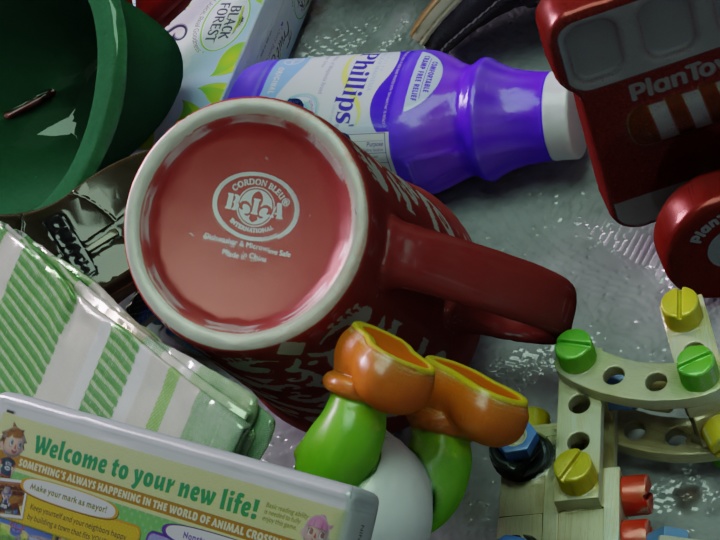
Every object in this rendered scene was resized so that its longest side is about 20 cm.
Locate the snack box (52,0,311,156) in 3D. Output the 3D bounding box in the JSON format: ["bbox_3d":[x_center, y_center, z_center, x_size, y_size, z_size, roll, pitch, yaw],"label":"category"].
[{"bbox_3d":[-0.118,-0.128,1.237,0.141,0.053,0.201,1,50,22],"label":"snack box"}]

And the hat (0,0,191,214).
[{"bbox_3d":[-0.120,-0.098,1.162,0.165,0.175,0.201,40,110,40],"label":"hat"}]

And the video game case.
[{"bbox_3d":[-0.094,0.155,0.803,0.199,0.022,0.184,10,83,39],"label":"video game case"}]

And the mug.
[{"bbox_3d":[-0.006,-0.010,0.934,0.176,0.200,0.135,-22,74,9],"label":"mug"}]

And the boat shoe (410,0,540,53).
[{"bbox_3d":[0.114,-0.177,1.154,0.200,0.065,0.073,-38,6,26],"label":"boat shoe"}]

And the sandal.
[{"bbox_3d":[-0.158,0.002,1.021,0.199,0.055,0.082,-27,64,-15],"label":"sandal"}]

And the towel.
[{"bbox_3d":[-0.128,0.083,0.890,0.199,0.023,0.154,33,102,41],"label":"towel"}]

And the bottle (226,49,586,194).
[{"bbox_3d":[0.024,-0.080,1.120,0.198,0.066,0.084,-1,45,22],"label":"bottle"}]

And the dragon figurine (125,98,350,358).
[{"bbox_3d":[-0.090,-0.011,1.076,0.199,0.100,0.059,-31,43,-8],"label":"dragon figurine"}]

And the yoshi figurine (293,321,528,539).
[{"bbox_3d":[-0.003,0.132,0.833,0.112,0.112,0.201,27,96,10],"label":"yoshi figurine"}]

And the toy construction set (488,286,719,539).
[{"bbox_3d":[0.120,0.099,0.894,0.130,0.093,0.201,-7,34,16],"label":"toy construction set"}]

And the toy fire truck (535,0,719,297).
[{"bbox_3d":[0.195,-0.094,0.986,0.198,0.169,0.113,-18,43,6],"label":"toy fire truck"}]
